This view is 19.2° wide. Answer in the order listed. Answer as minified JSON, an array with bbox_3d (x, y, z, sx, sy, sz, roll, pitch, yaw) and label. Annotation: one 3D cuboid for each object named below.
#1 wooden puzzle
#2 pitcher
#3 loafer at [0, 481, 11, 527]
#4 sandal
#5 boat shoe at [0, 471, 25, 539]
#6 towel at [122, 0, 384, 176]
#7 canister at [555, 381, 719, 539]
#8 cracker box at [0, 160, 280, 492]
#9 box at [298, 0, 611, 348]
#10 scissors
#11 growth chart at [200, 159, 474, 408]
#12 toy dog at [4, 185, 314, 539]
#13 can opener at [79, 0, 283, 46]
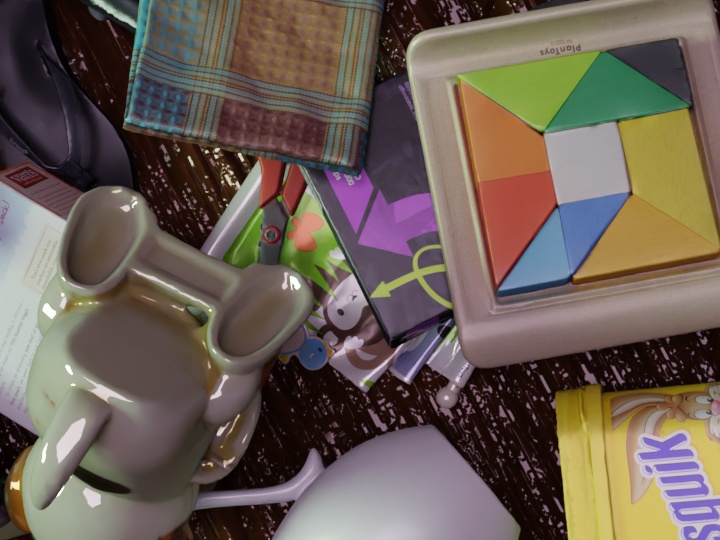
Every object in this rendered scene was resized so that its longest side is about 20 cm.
[{"bbox_3d":[0.132,-0.057,1.225,0.184,0.037,0.201,-10,81,-1],"label":"wooden puzzle"},{"bbox_3d":[-0.024,0.165,1.242,0.200,0.121,0.172,-40,81,-2],"label":"pitcher"},{"bbox_3d":[-0.278,0.101,1.270,0.071,0.073,0.200,-39,40,-5],"label":"loafer"},{"bbox_3d":[-0.205,-0.107,1.329,0.076,0.043,0.200,-28,83,8],"label":"sandal"},{"bbox_3d":[-0.258,0.141,1.310,0.200,0.072,0.068,-14,75,19],"label":"boat shoe"},{"bbox_3d":[-0.057,-0.158,1.258,0.146,0.022,0.200,10,62,-8],"label":"towel"},{"bbox_3d":[0.219,0.132,1.226,0.199,0.087,0.149,-7,87,8],"label":"canister"},{"bbox_3d":[-0.157,0.041,1.292,0.200,0.058,0.134,30,111,9],"label":"cracker box"},{"bbox_3d":[0.074,-0.063,1.263,0.200,0.036,0.143,-27,81,-4],"label":"box"},{"bbox_3d":[-0.057,-0.036,1.302,0.073,0.014,0.200,23,93,8],"label":"scissors"},{"bbox_3d":[0.000,0.000,1.303,0.200,0.018,0.145,26,91,12],"label":"growth chart"},{"bbox_3d":[-0.123,0.091,1.169,0.139,0.200,0.194,19,47,-1],"label":"toy dog"},{"bbox_3d":[-0.131,-0.166,1.299,0.200,0.079,0.063,31,131,7],"label":"can opener"}]
